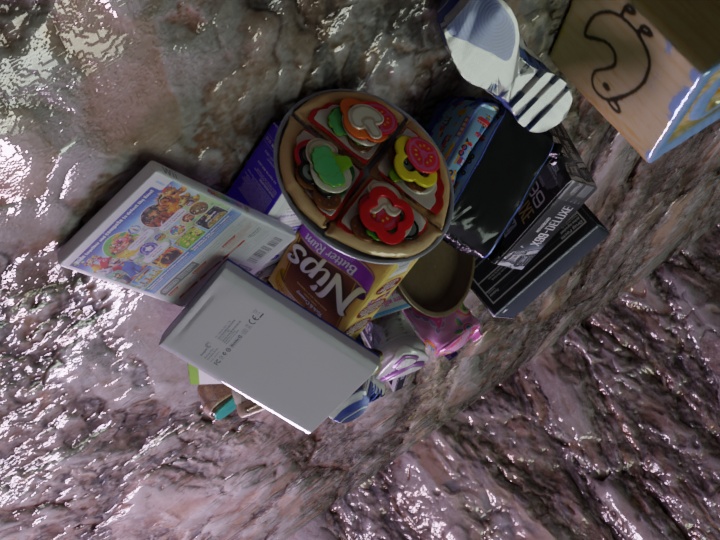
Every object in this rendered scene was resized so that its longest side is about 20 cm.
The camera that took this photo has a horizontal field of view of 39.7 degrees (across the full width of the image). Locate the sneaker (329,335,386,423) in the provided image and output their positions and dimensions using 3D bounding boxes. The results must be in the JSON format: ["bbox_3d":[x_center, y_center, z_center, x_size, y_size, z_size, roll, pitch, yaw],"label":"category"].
[{"bbox_3d":[-0.002,0.157,1.409,0.080,0.115,0.200,-26,-153,8],"label":"sneaker"}]

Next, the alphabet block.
[{"bbox_3d":[0.390,-0.295,1.244,0.196,0.200,0.195,-31,159,-22],"label":"alphabet block"}]

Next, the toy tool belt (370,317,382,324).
[{"bbox_3d":[-0.073,0.072,1.367,0.200,0.123,0.125,-36,161,-4],"label":"toy tool belt"}]

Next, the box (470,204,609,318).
[{"bbox_3d":[0.222,-0.066,1.474,0.200,0.199,0.123,-42,161,14],"label":"box"}]

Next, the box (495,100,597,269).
[{"bbox_3d":[0.207,-0.126,1.302,0.050,0.200,0.158,12,133,-32],"label":"box"}]

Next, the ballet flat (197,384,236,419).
[{"bbox_3d":[-0.152,0.137,1.461,0.200,0.067,0.068,-32,155,-20],"label":"ballet flat"}]

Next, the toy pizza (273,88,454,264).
[{"bbox_3d":[0.010,-0.100,0.993,0.200,0.200,0.032,-25,168,-35],"label":"toy pizza"}]

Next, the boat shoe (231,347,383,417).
[{"bbox_3d":[-0.061,0.132,1.167,0.199,0.065,0.072,-12,179,22],"label":"boat shoe"}]

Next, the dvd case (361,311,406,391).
[{"bbox_3d":[0.036,0.091,1.573,0.025,0.151,0.200,-22,157,-16],"label":"dvd case"}]

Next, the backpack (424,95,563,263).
[{"bbox_3d":[0.127,-0.125,1.234,0.183,0.134,0.200,-59,-159,4],"label":"backpack"}]

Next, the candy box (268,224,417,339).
[{"bbox_3d":[-0.013,-0.014,1.092,0.056,0.117,0.200,-22,156,-44],"label":"candy box"}]

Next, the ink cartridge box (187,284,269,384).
[{"bbox_3d":[-0.114,0.080,1.239,0.199,0.076,0.148,-1,153,-8],"label":"ink cartridge box"}]

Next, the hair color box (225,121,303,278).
[{"bbox_3d":[-0.091,-0.073,1.088,0.109,0.065,0.200,-15,149,-51],"label":"hair color box"}]

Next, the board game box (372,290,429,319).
[{"bbox_3d":[0.000,0.000,1.314,0.034,0.135,0.200,-23,175,41],"label":"board game box"}]

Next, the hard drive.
[{"bbox_3d":[-0.098,0.086,1.077,0.132,0.200,0.025,-46,-159,28],"label":"hard drive"}]

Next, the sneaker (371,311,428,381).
[{"bbox_3d":[0.041,0.097,1.364,0.075,0.100,0.200,-19,176,-4],"label":"sneaker"}]

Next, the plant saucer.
[{"bbox_3d":[0.089,-0.035,1.357,0.029,0.201,0.200,-10,-177,40],"label":"plant saucer"}]

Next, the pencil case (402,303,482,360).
[{"bbox_3d":[0.094,0.031,1.458,0.087,0.200,0.087,-32,166,-9],"label":"pencil case"}]

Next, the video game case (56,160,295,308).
[{"bbox_3d":[-0.178,-0.026,0.997,0.143,0.018,0.200,-39,145,20],"label":"video game case"}]

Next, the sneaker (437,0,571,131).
[{"bbox_3d":[0.139,-0.238,1.084,0.081,0.115,0.199,-43,131,10],"label":"sneaker"}]
